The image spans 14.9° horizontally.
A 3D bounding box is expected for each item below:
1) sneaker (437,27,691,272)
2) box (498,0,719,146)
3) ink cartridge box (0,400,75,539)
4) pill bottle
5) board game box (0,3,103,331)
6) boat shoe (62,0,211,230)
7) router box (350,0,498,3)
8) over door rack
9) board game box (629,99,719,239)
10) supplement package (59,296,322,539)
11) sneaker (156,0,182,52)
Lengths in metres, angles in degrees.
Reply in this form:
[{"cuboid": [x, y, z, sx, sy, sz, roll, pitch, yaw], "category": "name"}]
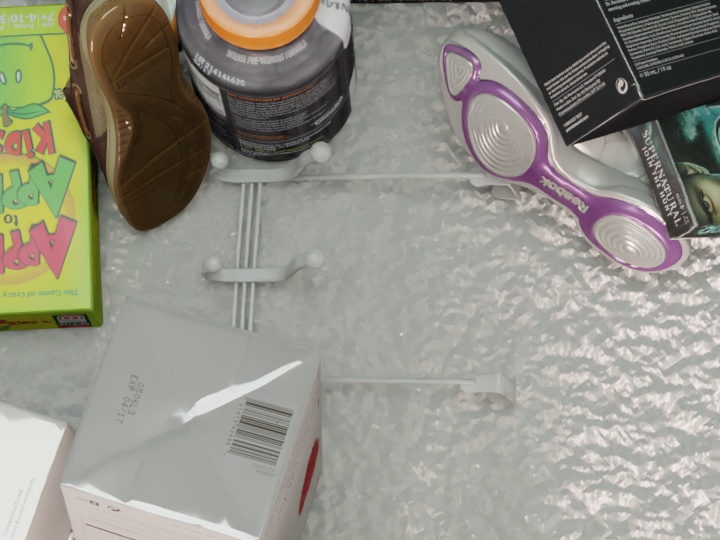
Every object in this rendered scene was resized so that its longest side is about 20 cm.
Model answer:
[{"cuboid": [0.131, -0.086, 1.701, 0.200, 0.075, 0.100, 41, 50, -11], "category": "sneaker"}, {"cuboid": [0.182, -0.169, 1.639, 0.200, 0.079, 0.142, -17, 82, -40], "category": "box"}, {"cuboid": [-0.279, 0.130, 1.643, 0.199, 0.129, 0.126, 17, 77, 7], "category": "ink cartridge box"}, {"cuboid": [-0.056, -0.142, 1.668, 0.106, 0.200, 0.107, 0, 76, 1], "category": "pill bottle"}, {"cuboid": [-0.217, -0.065, 1.731, 0.101, 0.048, 0.201, -3, 76, 1], "category": "board game box"}, {"cuboid": [-0.144, -0.109, 1.678, 0.072, 0.200, 0.072, -32, 54, -15], "category": "boat shoe"}, {"cuboid": [0.002, -0.215, 1.707, 0.199, 0.157, 0.052, 0, 75, 1], "category": "router box"}, {"cuboid": [0.000, 0.000, 1.700, 0.199, 0.067, 0.148, 3, 77, 2], "category": "over door rack"}, {"cuboid": [0.213, -0.119, 1.706, 0.135, 0.028, 0.201, -8, 72, -38], "category": "board game box"}, {"cuboid": [-0.093, 0.119, 1.596, 0.119, 0.200, 0.122, 15, 68, 6], "category": "supplement package"}, {"cuboid": [-0.176, -0.200, 1.731, 0.092, 0.076, 0.200, -21, 53, -15], "category": "sneaker"}]
